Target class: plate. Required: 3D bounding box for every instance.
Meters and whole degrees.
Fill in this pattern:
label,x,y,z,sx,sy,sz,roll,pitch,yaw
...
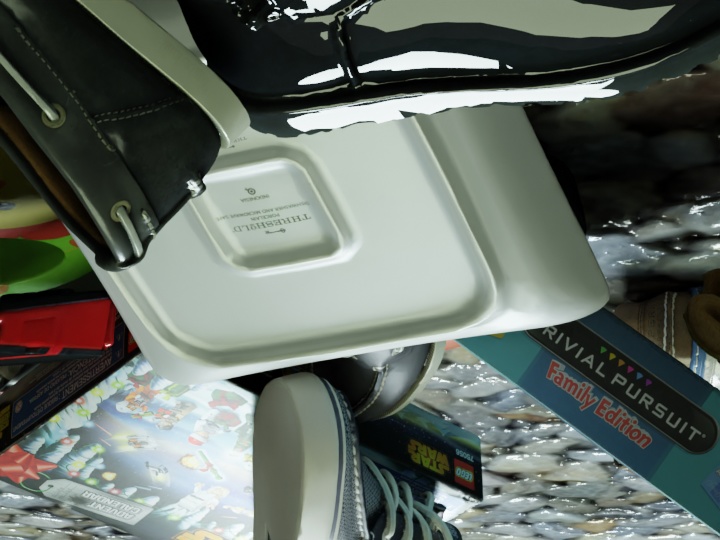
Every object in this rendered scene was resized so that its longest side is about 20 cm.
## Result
label,x,y,z,sx,sy,sz,roll,pitch,yaw
plate,-0.033,-0.030,0.746,0.198,0.032,0.201,-9,132,24

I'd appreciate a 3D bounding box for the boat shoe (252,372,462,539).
label,x,y,z,sx,sy,sz,roll,pitch,yaw
boat shoe,0.003,0.108,0.916,0.092,0.075,0.201,-10,145,-13

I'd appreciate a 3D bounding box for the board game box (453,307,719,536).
label,x,y,z,sx,sy,sz,roll,pitch,yaw
board game box,0.124,0.062,0.887,0.151,0.047,0.200,36,180,18

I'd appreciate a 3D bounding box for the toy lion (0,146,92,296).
label,x,y,z,sx,sy,sz,roll,pitch,yaw
toy lion,-0.166,-0.033,0.867,0.190,0.069,0.200,-12,160,14

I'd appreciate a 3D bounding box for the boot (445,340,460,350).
label,x,y,z,sx,sy,sz,roll,pitch,yaw
boot,-0.002,0.050,1.029,0.199,0.108,0.075,-14,156,35

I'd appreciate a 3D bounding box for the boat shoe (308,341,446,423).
label,x,y,z,sx,sy,sz,roll,pitch,yaw
boat shoe,0.000,0.000,0.842,0.062,0.073,0.201,-23,152,-31

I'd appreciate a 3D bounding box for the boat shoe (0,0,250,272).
label,x,y,z,sx,sy,sz,roll,pitch,yaw
boat shoe,-0.124,-0.079,0.585,0.200,0.068,0.072,40,174,-18

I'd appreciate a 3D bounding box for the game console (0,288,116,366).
label,x,y,z,sx,sy,sz,roll,pitch,yaw
game console,-0.206,0.026,0.795,0.198,0.031,0.177,-5,176,11

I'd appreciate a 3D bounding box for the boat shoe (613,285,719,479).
label,x,y,z,sx,sy,sz,roll,pitch,yaw
boat shoe,0.151,0.058,1.119,0.072,0.073,0.200,6,152,0

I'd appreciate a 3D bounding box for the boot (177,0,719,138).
label,x,y,z,sx,sy,sz,roll,pitch,yaw
boot,0.019,-0.110,0.564,0.198,0.077,0.168,-12,154,15

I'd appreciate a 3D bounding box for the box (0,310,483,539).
label,x,y,z,sx,sy,sz,roll,pitch,yaw
box,-0.059,0.086,0.964,0.199,0.040,0.137,27,136,-32

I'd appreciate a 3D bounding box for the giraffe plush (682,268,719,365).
label,x,y,z,sx,sy,sz,roll,pitch,yaw
giraffe plush,0.228,0.017,0.867,0.161,0.201,0.173,27,174,16

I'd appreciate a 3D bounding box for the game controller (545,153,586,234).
label,x,y,z,sx,sy,sz,roll,pitch,yaw
game controller,0.001,-0.022,0.929,0.198,0.042,0.105,-3,148,12

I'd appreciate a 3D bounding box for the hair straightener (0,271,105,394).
label,x,y,z,sx,sy,sz,roll,pitch,yaw
hair straightener,-0.187,0.044,0.968,0.199,0.041,0.077,-28,177,-26
